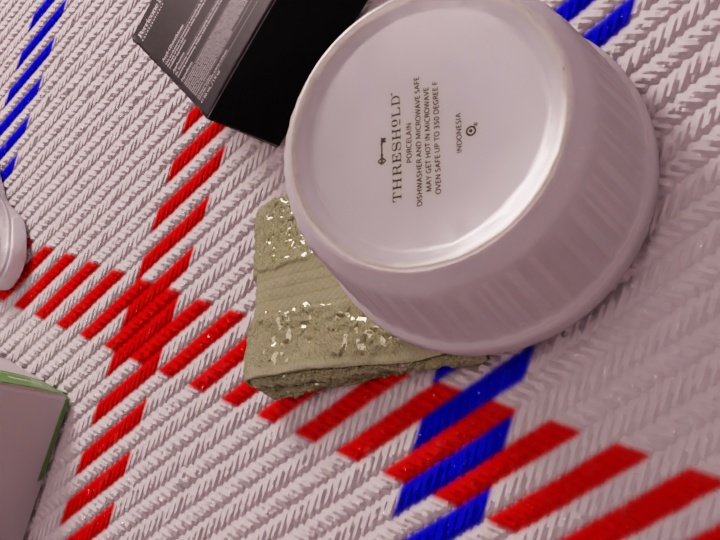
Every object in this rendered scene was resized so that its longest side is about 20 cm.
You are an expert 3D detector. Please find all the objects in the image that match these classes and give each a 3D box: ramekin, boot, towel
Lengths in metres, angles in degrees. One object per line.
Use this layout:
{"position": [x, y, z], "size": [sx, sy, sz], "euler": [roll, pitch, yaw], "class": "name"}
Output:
{"position": [0.051, -0.060, 0.558], "size": [0.202, 0.094, 0.203], "euler": [-8, 71, 24], "class": "ramekin"}
{"position": [-0.395, -0.062, 1.010], "size": [0.074, 0.095, 0.200], "euler": [-52, 48, 18], "class": "boot"}
{"position": [0.000, 0.000, 0.661], "size": [0.200, 0.036, 0.149], "euler": [-14, 66, 40], "class": "towel"}

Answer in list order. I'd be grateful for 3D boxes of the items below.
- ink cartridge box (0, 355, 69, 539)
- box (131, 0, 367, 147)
{"position": [-0.360, 0.143, 0.918], "size": [0.200, 0.084, 0.146], "euler": [18, 89, 45], "class": "ink cartridge box"}
{"position": [-0.067, -0.216, 0.765], "size": [0.141, 0.079, 0.200], "euler": [46, 109, 39], "class": "box"}
